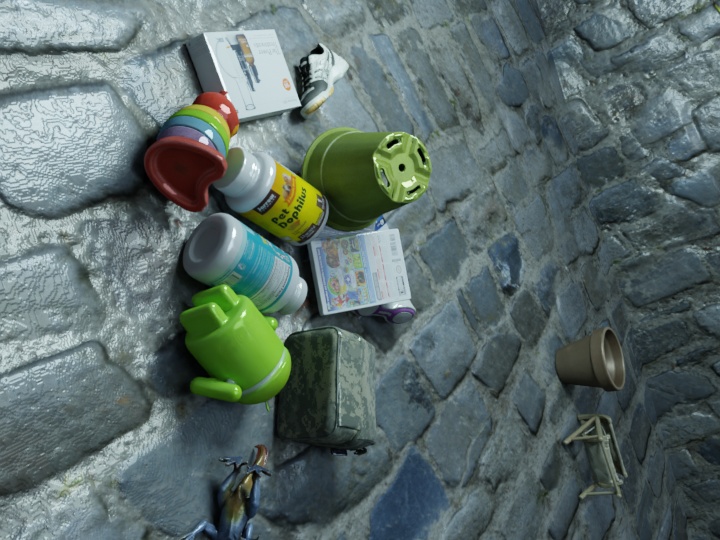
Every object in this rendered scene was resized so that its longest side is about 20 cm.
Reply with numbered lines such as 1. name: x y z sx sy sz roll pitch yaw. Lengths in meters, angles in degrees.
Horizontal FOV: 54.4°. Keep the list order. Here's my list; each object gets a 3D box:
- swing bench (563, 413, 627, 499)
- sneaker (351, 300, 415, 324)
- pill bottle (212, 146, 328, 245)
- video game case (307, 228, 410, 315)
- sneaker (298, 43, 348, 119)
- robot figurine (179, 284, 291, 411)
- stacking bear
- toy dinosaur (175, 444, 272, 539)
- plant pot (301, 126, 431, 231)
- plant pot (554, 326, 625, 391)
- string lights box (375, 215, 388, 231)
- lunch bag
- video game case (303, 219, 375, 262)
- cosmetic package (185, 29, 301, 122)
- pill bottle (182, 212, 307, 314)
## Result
1. swing bench: 0.741 0.573 2.183 0.200 0.130 0.199 -26 99 -55
2. sneaker: 0.027 0.047 1.436 0.200 0.075 0.100 25 34 -45
3. pill bottle: -0.153 -0.127 1.192 0.200 0.109 0.109 32 54 -45
4. video game case: 0.000 0.000 1.340 0.200 0.018 0.143 -9 87 -32
5. sneaker: -0.097 -0.383 1.413 0.088 0.076 0.200 40 42 -19
6. robot figurine: -0.182 0.118 1.055 0.200 0.116 0.176 56 31 -26
7. stacking bear: -0.248 -0.207 1.092 0.114 0.121 0.200 29 40 -14
8. toy dinosaur: -0.170 0.370 1.014 0.200 0.105 0.182 -2 100 -67
9. plant pot: 0.024 -0.173 1.265 0.200 0.190 0.200 -1 91 -31
10. plant pot: 0.716 0.286 2.209 0.200 0.175 0.200 23 61 -49
11. string lights box: -0.019 -0.131 1.423 0.103 0.059 0.200 -43 113 -49
12. lunch bag: -0.040 0.209 1.202 0.168 0.139 0.200 24 60 -48
13. video game case: -0.032 -0.106 1.351 0.143 0.019 0.200 10 84 -32
14. cosmetic package: -0.203 -0.347 1.254 0.200 0.052 0.151 -33 108 -54
15. pill bottle: -0.174 0.001 1.114 0.200 0.111 0.111 37 50 -43
